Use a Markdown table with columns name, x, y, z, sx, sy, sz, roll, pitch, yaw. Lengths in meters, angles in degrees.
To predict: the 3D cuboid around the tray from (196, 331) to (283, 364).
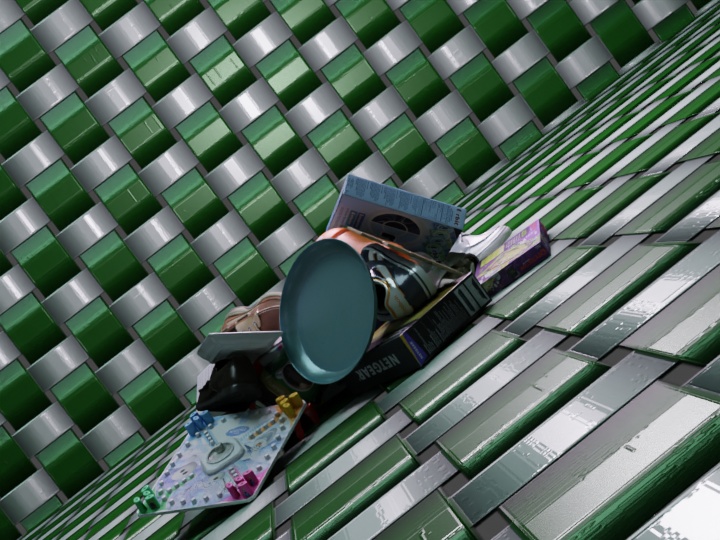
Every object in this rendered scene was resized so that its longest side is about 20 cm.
| name | x | y | z | sx | sy | sz | roll | pitch | yaw |
| --- | --- | --- | --- | --- | --- | --- | --- | --- | --- |
| tray | -0.181 | 0.116 | 1.664 | 0.107 | 0.022 | 0.200 | -2 | -11 | -14 |

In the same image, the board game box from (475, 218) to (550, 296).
| name | x | y | z | sx | sy | sz | roll | pitch | yaw |
| --- | --- | --- | --- | --- | --- | --- | --- | --- | --- |
| board game box | 0.222 | -0.017 | 1.654 | 0.120 | 0.032 | 0.200 | -41 | 3 | 14 |

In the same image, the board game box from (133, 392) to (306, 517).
| name | x | y | z | sx | sy | sz | roll | pitch | yaw |
| --- | --- | --- | --- | --- | --- | --- | --- | --- | --- |
| board game box | -0.192 | 0.249 | 1.543 | 0.199 | 0.026 | 0.200 | -14 | 26 | 29 |

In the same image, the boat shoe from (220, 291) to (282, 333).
| name | x | y | z | sx | sy | sz | roll | pitch | yaw |
| --- | --- | --- | --- | --- | --- | --- | --- | --- | --- |
| boat shoe | -0.156 | 0.091 | 1.768 | 0.200 | 0.076 | 0.072 | -25 | 27 | 49 |

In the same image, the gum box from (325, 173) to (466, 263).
| name | x | y | z | sx | sy | sz | roll | pitch | yaw |
| --- | --- | --- | --- | --- | --- | --- | --- | --- | --- |
| gum box | 0.052 | -0.070 | 1.834 | 0.170 | 0.199 | 0.045 | 115 | 170 | -60 |

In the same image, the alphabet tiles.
| name | x | y | z | sx | sy | sz | roll | pitch | yaw |
| --- | --- | --- | --- | --- | --- | --- | --- | --- | --- |
| alphabet tiles | 0.065 | -0.027 | 1.611 | 0.200 | 0.166 | 0.006 | -146 | 78 | -79 |

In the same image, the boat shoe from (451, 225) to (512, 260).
| name | x | y | z | sx | sy | sz | roll | pitch | yaw |
| --- | --- | --- | --- | --- | --- | --- | --- | --- | --- |
| boat shoe | 0.172 | -0.029 | 1.969 | 0.200 | 0.069 | 0.072 | -36 | 4 | 28 |

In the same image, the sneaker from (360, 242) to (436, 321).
| name | x | y | z | sx | sy | sz | roll | pitch | yaw |
| --- | --- | --- | --- | --- | --- | --- | --- | --- | --- |
| sneaker | 0.029 | 0.017 | 1.585 | 0.079 | 0.079 | 0.200 | -40 | 20 | -11 |

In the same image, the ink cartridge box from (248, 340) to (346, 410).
| name | x | y | z | sx | sy | sz | roll | pitch | yaw |
| --- | --- | --- | --- | --- | --- | --- | --- | --- | --- |
| ink cartridge box | -0.089 | 0.156 | 1.761 | 0.200 | 0.116 | 0.067 | -36 | 4 | 13 |

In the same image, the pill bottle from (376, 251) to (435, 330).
| name | x | y | z | sx | sy | sz | roll | pitch | yaw |
| --- | --- | --- | --- | --- | --- | --- | --- | --- | --- |
| pill bottle | 0.042 | 0.051 | 1.871 | 0.200 | 0.111 | 0.111 | -35 | 4 | 35 |

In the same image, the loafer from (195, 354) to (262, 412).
| name | x | y | z | sx | sy | sz | roll | pitch | yaw |
| --- | --- | --- | --- | --- | --- | --- | --- | --- | --- |
| loafer | -0.192 | 0.168 | 1.675 | 0.073 | 0.072 | 0.200 | 6 | -17 | -25 |

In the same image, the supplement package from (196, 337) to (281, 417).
| name | x | y | z | sx | sy | sz | roll | pitch | yaw |
| --- | --- | --- | --- | --- | --- | --- | --- | --- | --- |
| supplement package | -0.173 | 0.177 | 1.895 | 0.200 | 0.109 | 0.114 | -44 | 29 | 21 |

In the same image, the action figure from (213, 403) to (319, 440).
| name | x | y | z | sx | sy | sz | roll | pitch | yaw |
| --- | --- | --- | --- | --- | --- | --- | --- | --- | --- |
| action figure | -0.146 | 0.250 | 1.645 | 0.199 | 0.100 | 0.065 | -7 | 18 | 35 |

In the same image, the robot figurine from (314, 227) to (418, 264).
| name | x | y | z | sx | sy | sz | roll | pitch | yaw |
| --- | --- | --- | --- | --- | --- | --- | --- | --- | --- |
| robot figurine | -0.001 | 0.000 | 1.762 | 0.145 | 0.199 | 0.117 | -63 | -35 | -11 |

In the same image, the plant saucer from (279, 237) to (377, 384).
| name | x | y | z | sx | sy | sz | roll | pitch | yaw |
| --- | --- | --- | --- | --- | --- | --- | --- | --- | --- |
| plant saucer | -0.041 | 0.056 | 1.560 | 0.027 | 0.201 | 0.200 | 6 | -29 | -42 |

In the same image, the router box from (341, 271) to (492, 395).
| name | x | y | z | sx | sy | sz | roll | pitch | yaw |
| --- | --- | --- | --- | --- | --- | --- | --- | --- | --- |
| router box | 0.070 | 0.090 | 1.563 | 0.157 | 0.052 | 0.200 | -40 | 4 | -33 |

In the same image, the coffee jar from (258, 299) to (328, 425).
| name | x | y | z | sx | sy | sz | roll | pitch | yaw |
| --- | --- | --- | --- | --- | --- | --- | --- | --- | --- |
| coffee jar | -0.075 | 0.131 | 1.673 | 0.201 | 0.104 | 0.085 | -56 | -3 | 16 |

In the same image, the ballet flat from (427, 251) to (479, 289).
| name | x | y | z | sx | sy | sz | roll | pitch | yaw |
| --- | --- | --- | --- | --- | --- | --- | --- | --- | --- |
| ballet flat | 0.137 | 0.022 | 1.750 | 0.063 | 0.068 | 0.200 | -1 | 24 | 25 |
